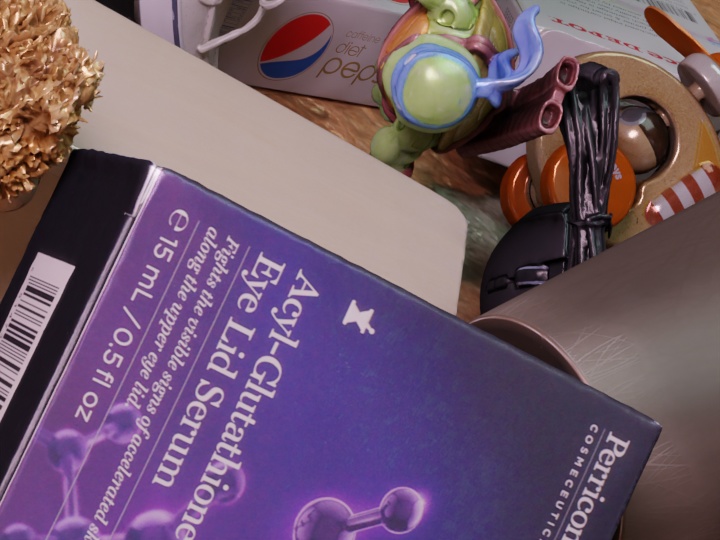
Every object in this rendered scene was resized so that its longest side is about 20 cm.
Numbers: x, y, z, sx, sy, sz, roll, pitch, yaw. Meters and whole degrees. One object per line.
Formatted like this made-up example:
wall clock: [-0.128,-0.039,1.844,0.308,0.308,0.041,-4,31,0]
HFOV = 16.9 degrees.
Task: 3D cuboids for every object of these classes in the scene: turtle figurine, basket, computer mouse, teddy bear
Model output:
turtle figurine: [-0.007,-0.100,1.065,0.194,0.199,0.145,-48,117,-74]
basket: [0.137,0.048,0.951,0.199,0.136,0.181,-15,53,-33]
computer mouse: [0.083,-0.022,1.109,0.046,0.141,0.200,4,-4,-2]
teddy bear: [-0.173,-0.021,0.779,0.200,0.145,0.067,-37,109,-38]

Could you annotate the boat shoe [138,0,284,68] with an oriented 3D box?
boat shoe: [-0.057,-0.156,1.106,0.086,0.203,0.075,2,36,0]

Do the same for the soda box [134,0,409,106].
soda box: [-0.030,-0.137,1.281,0.200,0.064,0.068,6,39,-50]

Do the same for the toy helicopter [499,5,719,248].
toy helicopter: [0.179,-0.049,1.238,0.199,0.133,0.079,27,-10,-12]

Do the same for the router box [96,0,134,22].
router box: [-0.174,-0.120,1.069,0.149,0.051,0.200,25,27,-21]

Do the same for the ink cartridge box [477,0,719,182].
ink cartridge box: [0.128,-0.113,1.368,0.145,0.083,0.200,18,21,-14]

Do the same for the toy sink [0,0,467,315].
toy sink: [-0.074,-0.002,0.929,0.199,0.112,0.131,28,25,-8]

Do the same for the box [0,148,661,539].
box: [-0.028,0.069,0.789,0.199,0.149,0.104,26,-4,-21]
